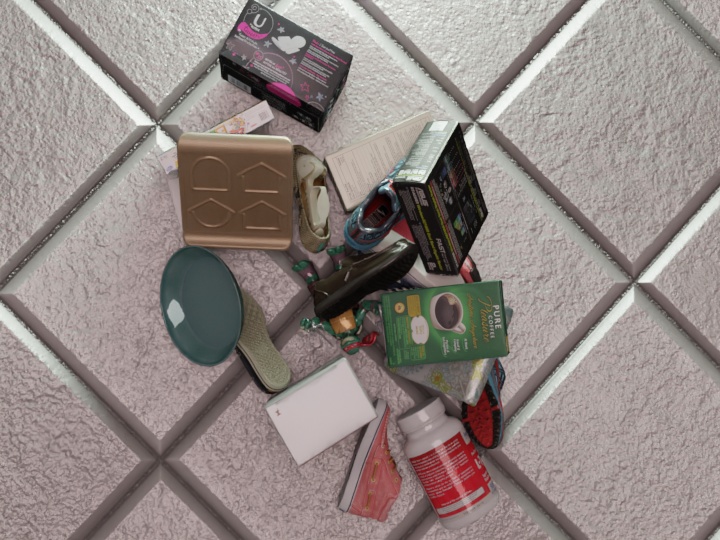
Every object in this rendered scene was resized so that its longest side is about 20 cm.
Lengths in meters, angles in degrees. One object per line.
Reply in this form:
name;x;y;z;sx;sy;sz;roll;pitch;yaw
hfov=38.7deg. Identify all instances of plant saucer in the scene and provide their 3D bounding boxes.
plant saucer;-0.256;0.056;1.701;0.198;0.036;0.204;9;104;38

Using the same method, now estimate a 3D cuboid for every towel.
towel;0.144;0.115;1.715;0.198;0.048;0.174;18;84;38

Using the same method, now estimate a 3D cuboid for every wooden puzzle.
wooden puzzle;-0.199;-0.131;1.657;0.182;0.047;0.203;2;124;-2

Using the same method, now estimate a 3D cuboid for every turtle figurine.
turtle figurine;-0.036;0.068;1.730;0.148;0.101;0.203;-19;76;-11

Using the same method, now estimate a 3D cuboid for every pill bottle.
pill bottle;0.142;0.320;1.722;0.111;0.112;0.202;-28;90;-4

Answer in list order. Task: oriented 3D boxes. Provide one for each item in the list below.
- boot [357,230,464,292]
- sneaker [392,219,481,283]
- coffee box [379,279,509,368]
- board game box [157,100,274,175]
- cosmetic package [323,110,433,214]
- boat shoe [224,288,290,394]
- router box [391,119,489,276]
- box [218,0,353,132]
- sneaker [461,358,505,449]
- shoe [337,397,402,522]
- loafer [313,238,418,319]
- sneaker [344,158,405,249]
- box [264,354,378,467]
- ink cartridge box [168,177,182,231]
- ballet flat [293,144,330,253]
boot;0.081;0.007;1.730;0.199;0.091;0.073;34;43;16
sneaker;0.123;-0.033;1.768;0.200;0.074;0.087;45;96;6
coffee box;0.136;0.085;1.639;0.197;0.044;0.125;-8;88;14
board game box;-0.242;-0.223;1.710;0.198;0.134;0.035;-28;102;-5
cosmetic package;0.045;-0.184;1.759;0.197;0.073;0.105;-23;90;-4
boat shoe;-0.183;0.122;1.732;0.074;0.062;0.202;-22;72;-30
router box;0.131;-0.114;1.640;0.061;0.202;0.151;4;46;31
box;-0.125;-0.343;1.725;0.198;0.132;0.116;29;80;-1
sneaker;0.221;0.199;1.740;0.095;0.079;0.204;1;77;-47
shoe;0.034;0.323;1.739;0.090;0.071;0.203;19;92;-4
loafer;0.000;0.000;1.644;0.198;0.073;0.072;-31;64;11
sneaker;0.058;-0.116;1.661;0.079;0.096;0.201;40;77;1
box;-0.065;0.223;1.669;0.151;0.200;0.107;-31;90;-4
ink cartridge box;-0.222;-0.132;1.742;0.197;0.067;0.118;-18;90;-5
ballet flat;-0.078;-0.132;1.726;0.067;0.075;0.203;-1;70;-26
